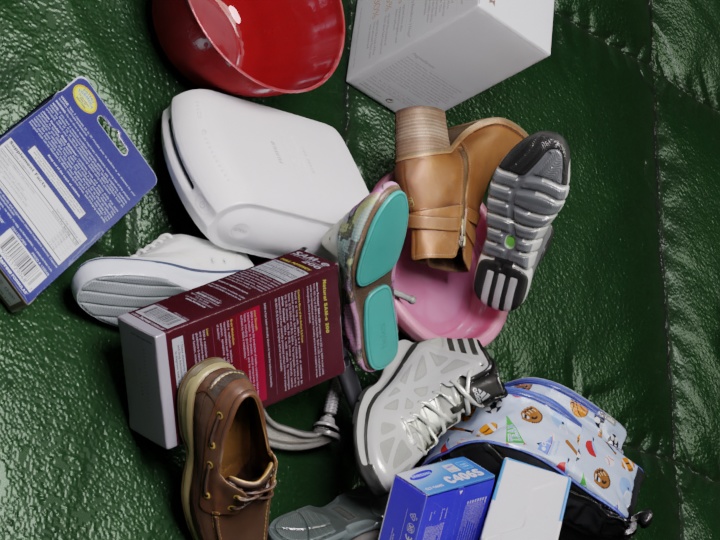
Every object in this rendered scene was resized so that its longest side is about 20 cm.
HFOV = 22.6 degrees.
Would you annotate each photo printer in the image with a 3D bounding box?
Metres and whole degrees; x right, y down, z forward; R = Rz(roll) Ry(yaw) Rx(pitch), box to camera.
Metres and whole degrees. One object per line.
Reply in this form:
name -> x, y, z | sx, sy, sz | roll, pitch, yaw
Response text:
photo printer -> -0.088, -0.083, 1.660 | 0.199, 0.070, 0.167 | 13, 39, -38

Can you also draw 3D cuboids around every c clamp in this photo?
c clamp -> -0.036, 0.079, 1.676 | 0.170, 0.027, 0.201 | 29, 68, -28

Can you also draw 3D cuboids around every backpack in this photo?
backpack -> 0.158, 0.191, 1.741 | 0.190, 0.200, 0.155 | 33, 45, -25

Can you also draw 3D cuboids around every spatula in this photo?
spatula -> 0.013, 0.155, 1.685 | 0.057, 0.020, 0.201 | -50, 125, -40

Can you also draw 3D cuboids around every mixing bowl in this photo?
mixing bowl -> -0.123, -0.243, 1.702 | 0.199, 0.108, 0.201 | 21, 58, -38

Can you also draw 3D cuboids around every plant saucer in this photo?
plant saucer -> 0.069, -0.008, 1.834 | 0.200, 0.051, 0.202 | 19, 60, -38

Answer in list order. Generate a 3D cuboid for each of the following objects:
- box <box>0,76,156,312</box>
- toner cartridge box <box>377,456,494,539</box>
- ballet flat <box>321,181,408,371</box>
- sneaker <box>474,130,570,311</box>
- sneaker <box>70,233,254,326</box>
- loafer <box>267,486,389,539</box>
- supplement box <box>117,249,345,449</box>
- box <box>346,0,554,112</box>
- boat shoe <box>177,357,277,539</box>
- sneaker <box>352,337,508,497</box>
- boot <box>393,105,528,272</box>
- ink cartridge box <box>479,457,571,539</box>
box -> -0.267, -0.069, 1.538 | 0.121, 0.032, 0.200 | 55, 45, -13
toner cartridge box -> 0.053, 0.271, 1.614 | 0.095, 0.043, 0.201 | -8, 118, -47
ballet flat -> 0.000, 0.000, 1.614 | 0.069, 0.071, 0.201 | -30, 137, -34
sneaker -> 0.169, -0.067, 1.814 | 0.075, 0.201, 0.116 | 24, 31, 10
sneaker -> -0.173, 0.005, 1.585 | 0.199, 0.073, 0.071 | 6, 45, -44
loafer -> -0.004, 0.241, 1.636 | 0.199, 0.072, 0.063 | -8, 119, -36
supplement box -> -0.108, 0.065, 1.560 | 0.199, 0.061, 0.110 | -21, 118, -36
box -> 0.095, -0.268, 1.863 | 0.106, 0.199, 0.153 | 29, 55, -33
boat shoe -> -0.106, 0.173, 1.513 | 0.072, 0.067, 0.201 | -24, 122, -35
sneaker -> 0.067, 0.122, 1.646 | 0.076, 0.115, 0.201 | 62, 30, -27
boot -> 0.108, -0.076, 1.816 | 0.200, 0.076, 0.156 | 8, 74, -54
ink cartridge box -> 0.132, 0.288, 1.650 | 0.067, 0.201, 0.116 | 16, 37, 7
